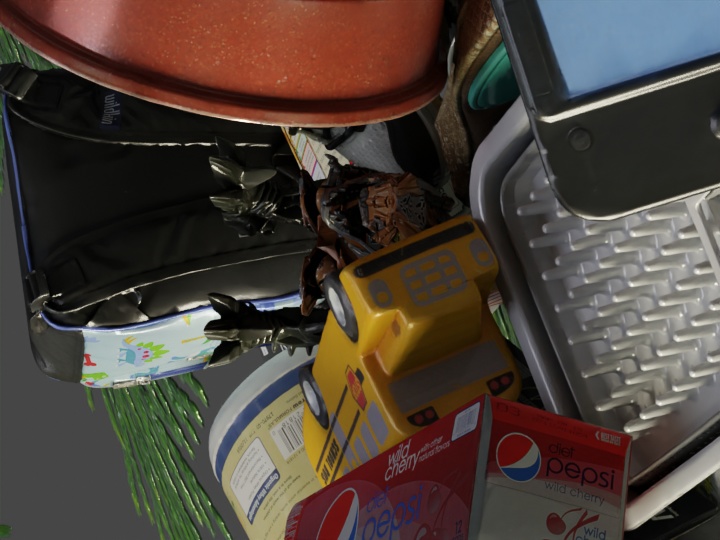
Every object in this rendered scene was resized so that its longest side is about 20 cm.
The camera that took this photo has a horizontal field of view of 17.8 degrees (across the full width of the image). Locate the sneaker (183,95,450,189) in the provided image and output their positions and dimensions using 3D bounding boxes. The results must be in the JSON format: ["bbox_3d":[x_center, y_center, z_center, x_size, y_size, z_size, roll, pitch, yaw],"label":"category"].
[{"bbox_3d":[-0.046,-0.091,1.070,0.200,0.088,0.076,40,150,-4],"label":"sneaker"}]

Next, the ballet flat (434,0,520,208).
[{"bbox_3d":[0.059,-0.092,0.979,0.200,0.070,0.066,105,143,-63],"label":"ballet flat"}]

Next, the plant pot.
[{"bbox_3d":[-0.039,-0.189,0.908,0.201,0.199,0.197,49,133,49],"label":"plant pot"}]

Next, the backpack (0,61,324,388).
[{"bbox_3d":[-0.104,-0.030,1.362,0.147,0.198,0.184,102,157,-66],"label":"backpack"}]

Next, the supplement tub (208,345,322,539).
[{"bbox_3d":[0.014,0.147,1.318,0.201,0.143,0.145,59,162,30],"label":"supplement tub"}]

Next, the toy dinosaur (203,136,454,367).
[{"bbox_3d":[0.000,0.000,1.073,0.201,0.134,0.103,76,-165,-56],"label":"toy dinosaur"}]

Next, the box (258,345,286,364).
[{"bbox_3d":[-0.020,0.066,1.509,0.201,0.043,0.160,68,164,1],"label":"box"}]

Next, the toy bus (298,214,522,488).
[{"bbox_3d":[0.021,0.052,1.009,0.079,0.065,0.200,64,163,18],"label":"toy bus"}]

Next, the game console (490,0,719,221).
[{"bbox_3d":[0.111,-0.117,0.690,0.119,0.171,0.201,-66,-41,-74],"label":"game console"}]

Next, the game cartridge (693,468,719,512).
[{"bbox_3d":[0.137,0.063,0.993,0.133,0.041,0.201,49,156,40],"label":"game cartridge"}]

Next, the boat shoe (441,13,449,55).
[{"bbox_3d":[-0.007,-0.171,1.091,0.065,0.072,0.201,43,158,46],"label":"boat shoe"}]

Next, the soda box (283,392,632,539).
[{"bbox_3d":[0.033,0.112,0.942,0.200,0.070,0.064,144,139,-60],"label":"soda box"}]

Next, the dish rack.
[{"bbox_3d":[0.116,-0.008,0.871,0.173,0.043,0.200,68,153,17],"label":"dish rack"}]

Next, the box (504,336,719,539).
[{"bbox_3d":[0.107,0.138,1.045,0.200,0.049,0.162,40,150,57],"label":"box"}]

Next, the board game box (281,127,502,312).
[{"bbox_3d":[0.009,-0.057,1.234,0.201,0.046,0.152,65,165,9],"label":"board game box"}]
